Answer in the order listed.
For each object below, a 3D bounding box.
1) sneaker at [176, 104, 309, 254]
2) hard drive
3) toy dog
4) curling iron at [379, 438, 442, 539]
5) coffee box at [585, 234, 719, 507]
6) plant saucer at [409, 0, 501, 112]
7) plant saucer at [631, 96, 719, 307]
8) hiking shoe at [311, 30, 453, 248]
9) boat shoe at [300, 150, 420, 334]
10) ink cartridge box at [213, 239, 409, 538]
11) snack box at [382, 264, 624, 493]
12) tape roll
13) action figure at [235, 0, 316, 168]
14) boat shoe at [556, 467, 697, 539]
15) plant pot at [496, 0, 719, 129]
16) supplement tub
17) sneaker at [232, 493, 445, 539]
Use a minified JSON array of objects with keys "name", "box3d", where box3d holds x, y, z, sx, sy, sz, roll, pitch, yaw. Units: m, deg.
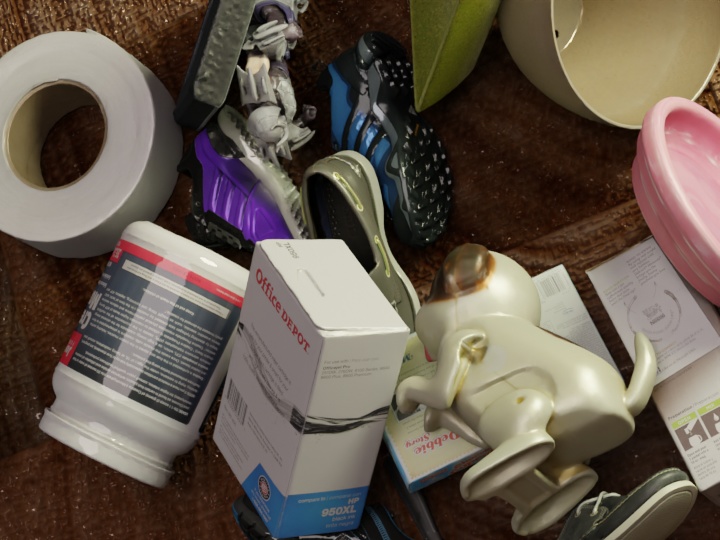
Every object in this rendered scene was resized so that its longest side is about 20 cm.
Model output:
[{"name":"sneaker","box3d":[-0.100,-0.043,1.788,0.099,0.070,0.201,-38,63,12]},{"name":"hard drive","box3d":[-0.123,-0.201,1.751,0.033,0.200,0.140,18,86,-8]},{"name":"toy dog","box3d":[0.115,0.072,1.579,0.194,0.139,0.200,-43,54,17]},{"name":"curling iron","box3d":[0.022,0.150,1.697,0.025,0.050,0.201,-28,64,8]},{"name":"coffee box","box3d":[0.267,0.078,1.607,0.079,0.114,0.201,-29,71,9]},{"name":"plant saucer","box3d":[0.085,-0.267,1.708,0.048,0.200,0.201,3,62,-9]},{"name":"plant saucer","box3d":[0.282,-0.043,1.595,0.051,0.200,0.201,-37,67,30]},{"name":"hiking shoe","box3d":[0.021,-0.106,1.768,0.086,0.074,0.201,-27,68,34]},{"name":"boat shoe","box3d":[-0.003,0.001,1.714,0.072,0.060,0.203,-14,94,32]},{"name":"ink cartridge box","box3d":[-0.043,0.094,1.646,0.145,0.084,0.201,52,136,48]},{"name":"snack box","box3d":[0.105,0.089,1.673,0.199,0.037,0.117,-24,70,-5]},{"name":"tape roll","box3d":[-0.267,-0.116,1.856,0.201,0.071,0.204,-5,76,18]},{"name":"action figure","box3d":[-0.073,-0.179,1.758,0.069,0.131,0.201,-1,46,-2]},{"name":"boat shoe","box3d":[0.188,0.206,1.586,0.200,0.071,0.068,-49,54,42]},{"name":"plant pot","box3d":[0.191,-0.221,1.682,0.134,0.200,0.201,9,78,53]},{"name":"supplement tub","box3d":[-0.180,0.072,1.744,0.140,0.140,0.201,24,85,22]},{"name":"sneaker","box3d":[-0.015,0.231,1.699,0.199,0.073,0.082,25,68,18]}]
